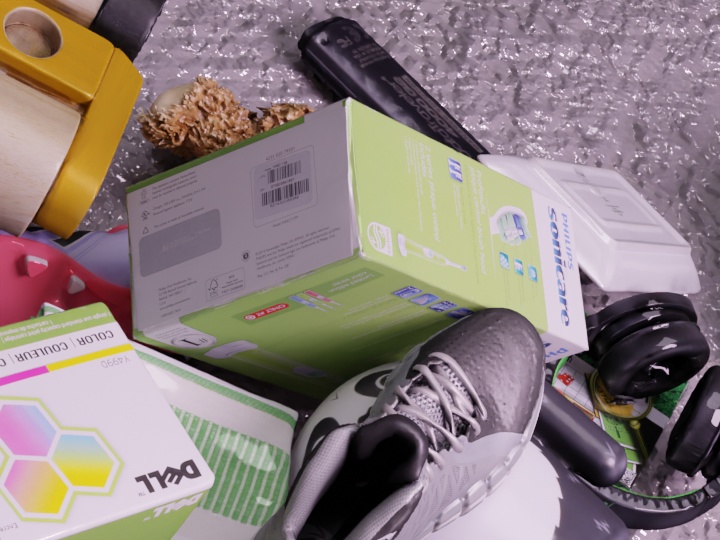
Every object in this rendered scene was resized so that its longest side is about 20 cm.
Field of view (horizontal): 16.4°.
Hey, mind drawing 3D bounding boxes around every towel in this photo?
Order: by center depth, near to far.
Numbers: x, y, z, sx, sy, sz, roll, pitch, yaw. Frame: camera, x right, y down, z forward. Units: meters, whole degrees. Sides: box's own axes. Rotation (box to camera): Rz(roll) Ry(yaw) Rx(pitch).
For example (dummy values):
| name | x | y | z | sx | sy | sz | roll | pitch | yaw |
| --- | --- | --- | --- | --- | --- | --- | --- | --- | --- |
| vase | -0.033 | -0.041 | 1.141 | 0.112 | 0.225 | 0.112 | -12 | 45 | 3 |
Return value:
| name | x | y | z | sx | sy | sz | roll | pitch | yaw |
| --- | --- | --- | --- | --- | --- | --- | --- | --- | --- |
| towel | -0.106 | 0.114 | 1.156 | 0.152 | 0.023 | 0.200 | 24 | 42 | -14 |

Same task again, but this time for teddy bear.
| name | x | y | z | sx | sy | sz | roll | pitch | yaw |
| --- | --- | --- | --- | --- | --- | --- | --- | --- | --- |
| teddy bear | -0.030 | -0.053 | 1.387 | 0.199 | 0.145 | 0.067 | 19 | 84 | -7 |

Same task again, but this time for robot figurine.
| name | x | y | z | sx | sy | sz | roll | pitch | yaw |
| --- | --- | --- | --- | --- | --- | --- | --- | --- | --- |
| robot figurine | 0.053 | 0.134 | 1.244 | 0.200 | 0.125 | 0.150 | 43 | 31 | 13 |

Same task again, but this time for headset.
| name | x | y | z | sx | sy | sz | roll | pitch | yaw |
| --- | --- | --- | --- | --- | --- | --- | --- | --- | --- |
| headset | 0.178 | 0.072 | 1.396 | 0.200 | 0.094 | 0.124 | -31 | 70 | -28 |

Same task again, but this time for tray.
| name | x | y | z | sx | sy | sz | roll | pitch | yaw |
| --- | --- | --- | --- | --- | --- | --- | --- | --- | --- |
| tray | 0.142 | -0.031 | 1.453 | 0.107 | 0.022 | 0.200 | 46 | 16 | 17 |

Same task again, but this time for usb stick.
| name | x | y | z | sx | sy | sz | roll | pitch | yaw |
| --- | --- | --- | --- | --- | --- | --- | --- | --- | --- |
| usb stick | 0.041 | -0.078 | 1.500 | 0.200 | 0.033 | 0.055 | 46 | 37 | 16 |

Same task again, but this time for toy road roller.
| name | x | y | z | sx | sy | sz | roll | pitch | yaw |
| --- | --- | --- | --- | --- | --- | --- | --- | --- | --- |
| toy road roller | -0.192 | -0.088 | 1.301 | 0.123 | 0.146 | 0.200 | 27 | 45 | -12 |

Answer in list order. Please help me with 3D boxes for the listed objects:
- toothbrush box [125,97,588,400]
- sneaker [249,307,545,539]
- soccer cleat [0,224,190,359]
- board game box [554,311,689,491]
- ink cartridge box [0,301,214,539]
| name | x | y | z | sx | sy | sz | roll | pitch | yaw |
| --- | --- | --- | --- | --- | --- | --- | --- | --- | --- |
| toothbrush box | 0.000 | 0.000 | 1.262 | 0.200 | 0.145 | 0.086 | 23 | 55 | -48 |
| sneaker | 0.029 | 0.079 | 1.135 | 0.075 | 0.116 | 0.200 | 39 | 65 | 7 |
| soccer cleat | -0.142 | 0.003 | 1.313 | 0.199 | 0.067 | 0.077 | 9 | 31 | -22 |
| board game box | 0.085 | 0.043 | 1.423 | 0.200 | 0.023 | 0.105 | 33 | 41 | 3 |
| ink cartridge box | -0.128 | 0.126 | 1.056 | 0.148 | 0.076 | 0.200 | -15 | 62 | -42 |
